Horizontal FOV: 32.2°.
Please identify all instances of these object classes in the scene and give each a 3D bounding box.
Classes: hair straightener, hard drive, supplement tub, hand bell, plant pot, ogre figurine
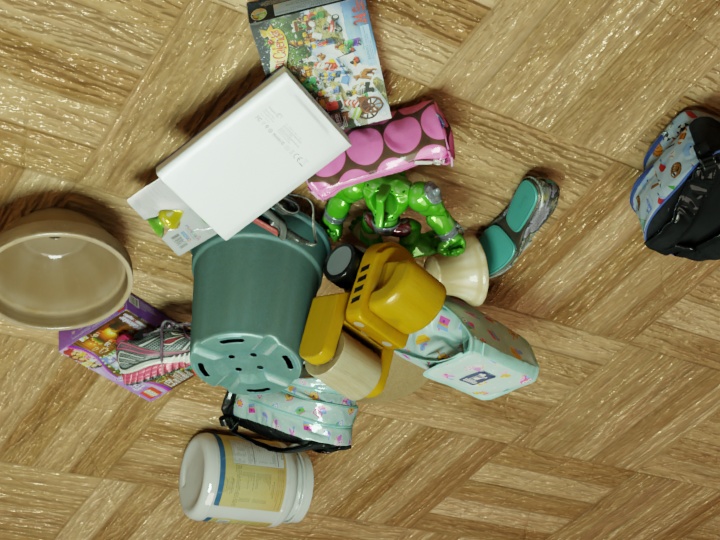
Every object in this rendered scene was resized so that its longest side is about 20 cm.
[{"bbox_3d":[-0.125,-0.092,1.568,0.199,0.041,0.077,33,112,-26],"label":"hair straightener"},{"bbox_3d":[-0.128,-0.138,1.498,0.199,0.025,0.132,-36,125,14],"label":"hard drive"},{"bbox_3d":[-0.193,0.357,2.109,0.198,0.146,0.145,11,137,-27],"label":"supplement tub"},{"bbox_3d":[0.070,0.012,1.755,0.198,0.105,0.105,-8,143,-20],"label":"hand bell"},{"bbox_3d":[-0.398,-0.017,1.631,0.199,0.093,0.202,-7,142,-5],"label":"plant pot"},{"bbox_3d":[-0.144,0.046,1.663,0.198,0.198,0.201,3,144,2],"label":"plant pot"},{"bbox_3d":[0.041,-0.078,1.658,0.199,0.098,0.121,27,143,24],"label":"ogre figurine"}]

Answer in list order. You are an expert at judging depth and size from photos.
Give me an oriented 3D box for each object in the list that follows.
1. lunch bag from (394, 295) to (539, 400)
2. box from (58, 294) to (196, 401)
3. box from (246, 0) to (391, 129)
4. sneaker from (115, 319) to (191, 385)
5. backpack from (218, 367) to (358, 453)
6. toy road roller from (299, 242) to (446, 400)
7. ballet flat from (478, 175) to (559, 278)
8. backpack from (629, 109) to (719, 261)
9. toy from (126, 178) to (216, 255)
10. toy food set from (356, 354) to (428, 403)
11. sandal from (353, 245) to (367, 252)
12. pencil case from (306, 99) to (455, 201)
[{"bbox_3d":[0.147,0.112,1.838,0.170,0.199,0.123,26,88,-40],"label":"lunch bag"},{"bbox_3d":[-0.331,0.116,1.858,0.136,0.039,0.200,-30,139,22],"label":"box"},{"bbox_3d":[-0.045,-0.246,1.480,0.135,0.038,0.201,-14,142,3],"label":"box"},{"bbox_3d":[-0.253,0.101,1.769,0.198,0.075,0.081,-19,177,0],"label":"sneaker"},{"bbox_3d":[-0.097,0.210,1.913,0.199,0.128,0.166,10,-176,44],"label":"backpack"},{"bbox_3d":[0.023,0.059,1.609,0.145,0.202,0.123,-7,147,44],"label":"toy road roller"},{"bbox_3d":[0.226,-0.058,1.768,0.071,0.073,0.201,8,139,-23],"label":"ballet flat"},{"bbox_3d":[0.462,-0.110,1.693,0.198,0.155,0.191,19,125,-25],"label":"backpack"},{"bbox_3d":[-0.187,-0.113,1.596,0.199,0.047,0.115,-33,128,9],"label":"toy"},{"bbox_3d":[0.028,0.145,1.981,0.196,0.049,0.201,-16,142,5],"label":"toy food set"},{"bbox_3d":[0.006,-0.004,1.785,0.082,0.050,0.203,-35,157,4],"label":"sandal"},{"bbox_3d":[0.020,-0.147,1.574,0.198,0.095,0.091,-17,156,10],"label":"pencil case"}]
